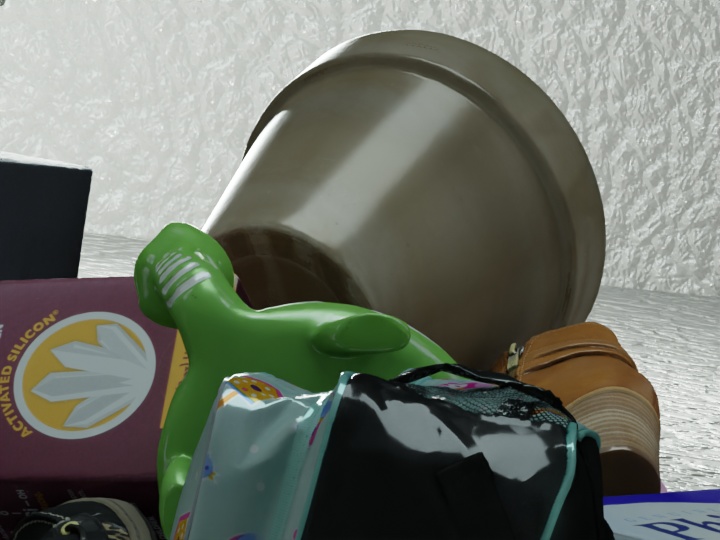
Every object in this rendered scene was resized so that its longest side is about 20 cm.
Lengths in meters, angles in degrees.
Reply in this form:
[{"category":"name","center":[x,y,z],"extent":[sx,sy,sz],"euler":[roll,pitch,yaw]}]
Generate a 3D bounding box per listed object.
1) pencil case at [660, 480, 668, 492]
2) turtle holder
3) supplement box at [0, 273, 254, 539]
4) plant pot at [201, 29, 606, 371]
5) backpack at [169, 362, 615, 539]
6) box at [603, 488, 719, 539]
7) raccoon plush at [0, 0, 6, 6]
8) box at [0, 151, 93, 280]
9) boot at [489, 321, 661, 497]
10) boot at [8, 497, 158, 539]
[{"category":"pencil case","center":[0.059,0.133,1.375],"extent":[0.199,0.088,0.087],"euler":[4,6,-25]},{"category":"turtle holder","center":[-0.027,0.077,1.133],"extent":[0.185,0.141,0.132],"euler":[23,0,-1]},{"category":"supplement box","center":[-0.146,0.071,1.260],"extent":[0.199,0.111,0.086],"euler":[-2,-34,15]},{"category":"plant pot","center":[0.000,0.000,1.361],"extent":[0.199,0.201,0.173],"euler":[10,25,25]},{"category":"backpack","center":[0.011,0.116,0.937],"extent":[0.153,0.177,0.200],"euler":[13,2,17]},{"category":"box","center":[0.182,0.160,1.120],"extent":[0.199,0.105,0.184],"euler":[11,5,37]},{"category":"raccoon plush","center":[-0.239,-0.139,1.403],"extent":[0.096,0.135,0.200],"euler":[11,3,13]},{"category":"box","center":[-0.262,0.026,1.435],"extent":[0.199,0.198,0.117],"euler":[11,4,29]},{"category":"boot","center":[0.045,0.095,1.278],"extent":[0.200,0.077,0.155],"euler":[-31,20,11]},{"category":"boot","center":[-0.155,0.134,1.102],"extent":[0.150,0.074,0.200],"euler":[6,10,-23]}]
